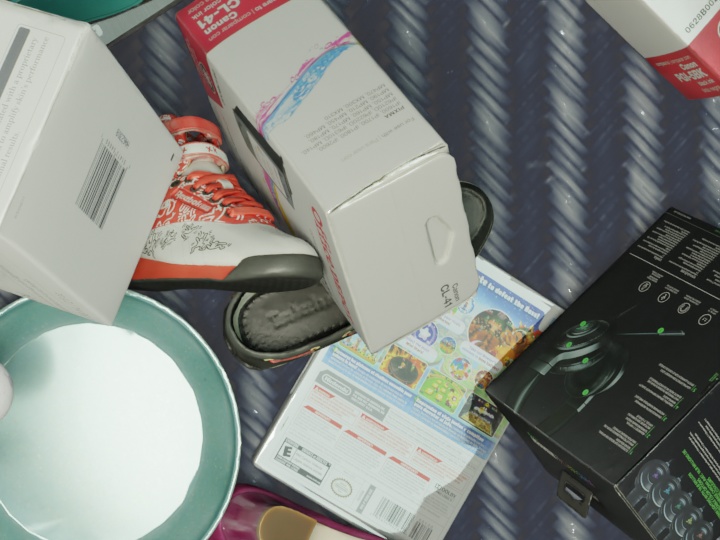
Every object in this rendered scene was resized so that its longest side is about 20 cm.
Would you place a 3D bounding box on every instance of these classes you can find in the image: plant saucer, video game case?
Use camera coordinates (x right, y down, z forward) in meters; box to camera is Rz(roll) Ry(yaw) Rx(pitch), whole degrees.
[{"bbox_3d":[-0.175,0.109,1.125,0.198,0.036,0.202,0,92,-1],"label":"plant saucer"},{"bbox_3d":[0.035,0.080,1.187,0.142,0.018,0.201,32,86,-10],"label":"video game case"}]

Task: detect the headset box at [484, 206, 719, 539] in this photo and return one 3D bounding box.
[{"bbox_3d":[0.201,0.077,1.133,0.200,0.174,0.093,-44,119,-8],"label":"headset box"}]

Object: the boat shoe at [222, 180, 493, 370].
[{"bbox_3d":[0.001,0.002,1.140,0.200,0.063,0.074,-28,84,-5],"label":"boat shoe"}]

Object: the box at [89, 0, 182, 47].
[{"bbox_3d":[-0.189,-0.220,1.116,0.199,0.048,0.159,-33,98,-9],"label":"box"}]

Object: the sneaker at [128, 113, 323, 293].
[{"bbox_3d":[-0.097,-0.043,1.073,0.067,0.200,0.109,10,84,-41],"label":"sneaker"}]

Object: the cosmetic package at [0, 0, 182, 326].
[{"bbox_3d":[-0.232,-0.074,0.975,0.198,0.199,0.124,19,78,14],"label":"cosmetic package"}]

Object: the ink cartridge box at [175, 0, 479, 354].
[{"bbox_3d":[-0.019,-0.072,1.059,0.085,0.148,0.200,-29,52,-8],"label":"ink cartridge box"}]

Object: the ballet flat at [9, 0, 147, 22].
[{"bbox_3d":[-0.134,-0.203,1.079,0.198,0.072,0.072,-18,95,-13],"label":"ballet flat"}]

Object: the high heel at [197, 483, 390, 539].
[{"bbox_3d":[-0.023,0.203,1.175,0.199,0.096,0.068,30,75,-32],"label":"high heel"}]

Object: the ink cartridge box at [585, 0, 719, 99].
[{"bbox_3d":[0.213,-0.237,1.179,0.200,0.083,0.147,41,85,-10],"label":"ink cartridge box"}]

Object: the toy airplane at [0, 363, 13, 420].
[{"bbox_3d":[-0.267,0.089,1.010,0.140,0.200,0.201,-13,85,-19],"label":"toy airplane"}]
